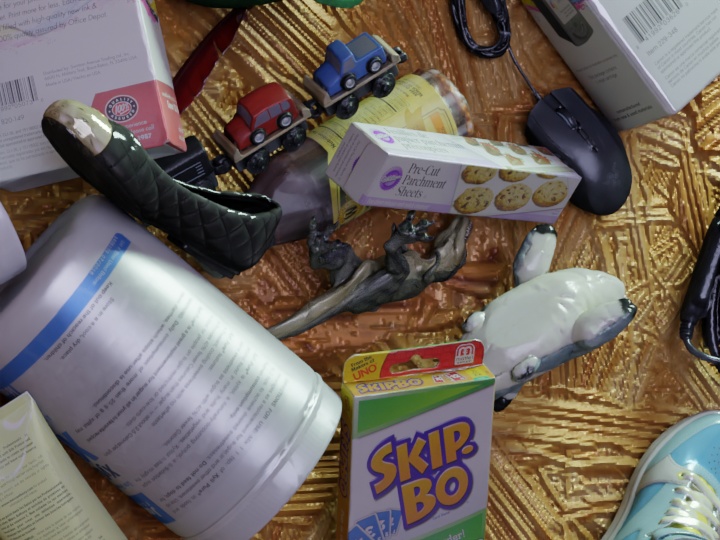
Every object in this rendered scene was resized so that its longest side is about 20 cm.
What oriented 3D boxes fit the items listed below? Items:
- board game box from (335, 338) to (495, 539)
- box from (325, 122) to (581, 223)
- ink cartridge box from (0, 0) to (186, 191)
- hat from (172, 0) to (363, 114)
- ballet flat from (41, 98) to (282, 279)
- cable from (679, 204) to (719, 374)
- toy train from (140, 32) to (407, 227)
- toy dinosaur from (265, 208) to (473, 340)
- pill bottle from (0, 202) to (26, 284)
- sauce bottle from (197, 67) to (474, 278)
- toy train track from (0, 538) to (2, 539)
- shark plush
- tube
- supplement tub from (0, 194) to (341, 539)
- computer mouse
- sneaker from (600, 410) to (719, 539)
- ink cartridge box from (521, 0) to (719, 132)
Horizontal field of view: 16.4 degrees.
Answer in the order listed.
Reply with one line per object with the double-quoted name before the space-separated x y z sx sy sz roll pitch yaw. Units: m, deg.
"board game box" 0.033 0.141 1.561 0.095 0.030 0.200 -7 112 -20
"box" 0.062 -0.060 1.592 0.200 0.039 0.041 5 121 -49
"ink cartridge box" -0.184 -0.158 1.511 0.116 0.067 0.200 -12 87 6
"hat" -0.108 -0.190 1.599 0.166 0.176 0.200 49 29 -12
"ballet flat" -0.118 -0.056 1.461 0.057 0.066 0.200 -56 142 -2
"cable" 0.309 0.000 1.733 0.163 0.051 0.200 26 74 -18
"toy train" -0.059 -0.093 1.560 0.200 0.034 0.046 -32 130 -12
"toy dinosaur" 0.000 0.000 1.584 0.200 0.088 0.047 -21 58 -24
"pill bottle" -0.297 0.012 1.431 0.200 0.112 0.112 -31 96 -15
"sauce bottle" -0.020 -0.059 1.596 0.200 0.066 0.066 -33 96 -21
"toy train track" -0.271 0.149 1.483 0.200 0.033 0.115 24 68 -24
"shark plush" 0.102 0.066 1.616 0.091 0.083 0.200 33 64 21
"tube" -0.169 0.163 1.487 0.058 0.052 0.200 -49 115 -27
"supplement tub" -0.125 0.062 1.499 0.200 0.132 0.132 41 70 -12
"computer mouse" 0.122 -0.125 1.679 0.059 0.034 0.200 -38 98 -21
"sneaker" 0.216 0.173 1.628 0.079 0.131 0.200 38 70 -13
"ink cartridge box" 0.181 -0.217 1.687 0.148 0.086 0.200 -40 98 -21
